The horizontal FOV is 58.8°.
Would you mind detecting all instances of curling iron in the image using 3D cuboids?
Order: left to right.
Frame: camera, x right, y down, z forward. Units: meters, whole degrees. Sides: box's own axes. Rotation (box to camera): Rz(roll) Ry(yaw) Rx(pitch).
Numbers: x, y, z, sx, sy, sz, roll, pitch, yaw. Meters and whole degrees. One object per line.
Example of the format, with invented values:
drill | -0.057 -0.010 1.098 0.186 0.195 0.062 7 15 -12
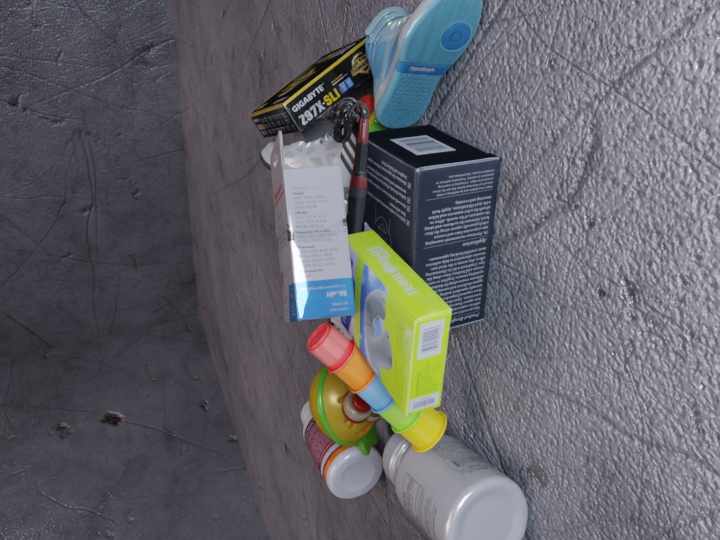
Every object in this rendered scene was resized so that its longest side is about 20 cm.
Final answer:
curling iron | -0.010 -0.102 0.743 0.049 0.026 0.203 13 123 27

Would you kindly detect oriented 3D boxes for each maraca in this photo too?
maraca | -0.016 0.226 1.058 0.200 0.106 0.139 49 -135 -44

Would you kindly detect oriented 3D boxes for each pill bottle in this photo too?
pill bottle | -0.044 0.329 1.229 0.200 0.111 0.114 -134 38 -55
pill bottle | 0.108 0.274 0.806 0.200 0.113 0.116 -159 60 -65

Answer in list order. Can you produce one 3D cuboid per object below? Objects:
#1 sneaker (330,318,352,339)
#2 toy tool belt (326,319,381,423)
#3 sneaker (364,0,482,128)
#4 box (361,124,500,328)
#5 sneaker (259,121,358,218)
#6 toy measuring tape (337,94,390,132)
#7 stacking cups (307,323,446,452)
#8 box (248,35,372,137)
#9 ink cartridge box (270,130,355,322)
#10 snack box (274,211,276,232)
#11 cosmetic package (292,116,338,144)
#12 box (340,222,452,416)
sneaker | -0.002 0.072 0.854 0.081 0.199 0.076 -40 23 35
toy tool belt | 0.009 0.115 0.963 0.123 0.123 0.203 125 150 -54
sneaker | 0.058 -0.274 0.719 0.200 0.078 0.132 128 137 -50
box | 0.071 -0.050 0.748 0.148 0.106 0.203 -135 39 -54
sneaker | -0.046 -0.155 0.847 0.200 0.075 0.116 35 100 37
toy measuring tape | 0.001 -0.204 0.888 0.199 0.073 0.075 19 118 61
stacking cups | 0.016 0.142 0.777 0.199 0.061 0.060 41 166 -16
box | -0.070 -0.263 0.933 0.050 0.159 0.200 55 167 -21
ink cartridge box | -0.057 -0.046 0.720 0.116 0.066 0.203 159 105 -76
snack box | -0.113 -0.124 1.242 0.200 0.067 0.171 -138 43 -55
cosmetic package | -0.025 -0.139 0.957 0.091 0.105 0.201 106 144 -49
box | 0.027 0.044 0.699 0.200 0.047 0.123 -130 36 -51
